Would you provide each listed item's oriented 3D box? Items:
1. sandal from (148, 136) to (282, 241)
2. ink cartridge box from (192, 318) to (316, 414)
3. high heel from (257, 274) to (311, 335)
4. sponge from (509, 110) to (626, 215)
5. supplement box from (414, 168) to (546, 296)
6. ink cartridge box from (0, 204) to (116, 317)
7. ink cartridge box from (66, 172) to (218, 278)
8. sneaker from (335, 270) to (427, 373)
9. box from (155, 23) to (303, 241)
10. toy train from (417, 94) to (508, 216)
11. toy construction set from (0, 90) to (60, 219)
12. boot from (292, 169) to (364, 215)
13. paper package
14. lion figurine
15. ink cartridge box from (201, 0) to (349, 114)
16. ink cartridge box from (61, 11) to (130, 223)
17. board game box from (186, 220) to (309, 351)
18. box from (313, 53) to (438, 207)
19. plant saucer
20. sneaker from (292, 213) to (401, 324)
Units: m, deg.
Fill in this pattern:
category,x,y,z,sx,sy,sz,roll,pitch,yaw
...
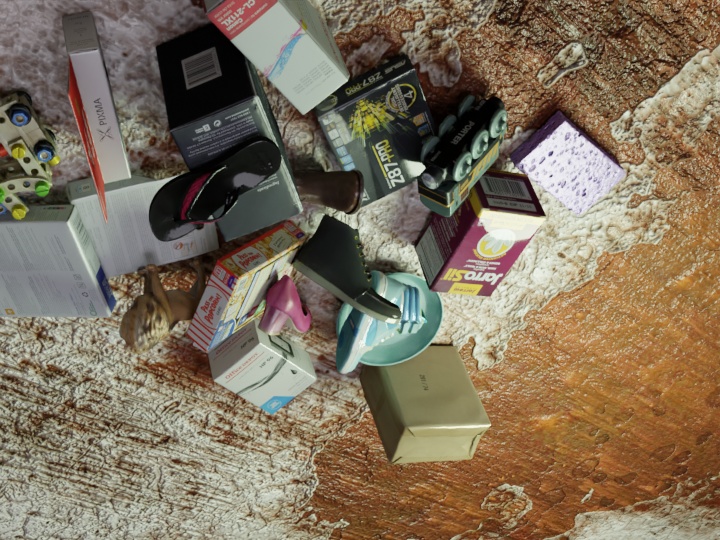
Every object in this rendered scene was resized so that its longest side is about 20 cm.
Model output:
category,x,y,z,sx,sy,sz,roll,pitch,yaw
sandal,-0.184,-0.095,1.216,0.198,0.046,0.075,-31,134,15
ink cartridge box,-0.185,0.160,1.718,0.115,0.068,0.199,-39,133,15
high heel,-0.110,0.047,1.607,0.097,0.067,0.199,-64,163,9
sponge,0.350,-0.175,1.646,0.111,0.030,0.198,-43,133,21
supplement box,0.193,-0.062,1.621,0.128,0.105,0.201,4,138,-25
ink cartridge box,-0.482,-0.010,1.446,0.195,0.044,0.199,1,135,10
ink cartridge box,-0.320,-0.078,1.464,0.196,0.048,0.162,-16,135,-12
sneaker,0.041,0.104,1.688,0.128,0.080,0.202,14,120,-21
box,-0.174,-0.189,1.306,0.122,0.202,0.198,-21,135,2
toy train,0.155,-0.176,1.485,0.200,0.084,0.115,-49,152,-29
toy construction set,-0.476,-0.161,1.299,0.129,0.093,0.201,-23,146,1
boot,-0.110,-0.121,1.425,0.196,0.186,0.066,4,91,-24
paper package,0.117,0.242,1.821,0.187,0.202,0.105,1,132,-23
lion figurine,-0.281,0.053,1.506,0.197,0.125,0.072,-9,173,-40
ink cartridge box,-0.113,-0.318,1.248,0.082,0.147,0.200,-34,134,14
ink cartridge box,-0.333,-0.194,1.254,0.044,0.178,0.202,-12,135,-9
board game box,-0.172,0.021,1.526,0.199,0.046,0.153,-35,158,-56
box,0.033,-0.206,1.479,0.159,0.050,0.201,-24,137,3
plant saucer,0.049,0.079,1.743,0.196,0.036,0.203,-7,125,-10
sneaker,0.000,0.000,1.566,0.198,0.075,0.107,31,92,-14
